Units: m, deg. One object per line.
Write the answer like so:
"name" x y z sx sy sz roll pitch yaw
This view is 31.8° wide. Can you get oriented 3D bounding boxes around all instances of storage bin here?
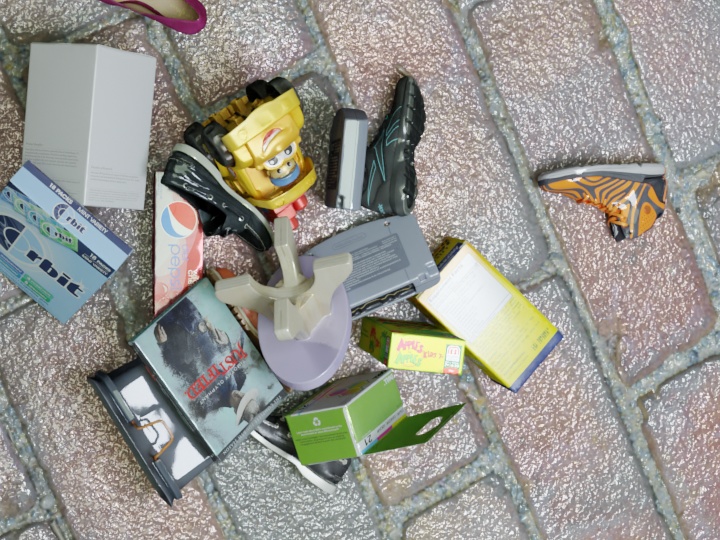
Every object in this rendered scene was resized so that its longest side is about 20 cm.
"storage bin" -0.257 0.193 1.703 0.134 0.145 0.201 -34 100 -16

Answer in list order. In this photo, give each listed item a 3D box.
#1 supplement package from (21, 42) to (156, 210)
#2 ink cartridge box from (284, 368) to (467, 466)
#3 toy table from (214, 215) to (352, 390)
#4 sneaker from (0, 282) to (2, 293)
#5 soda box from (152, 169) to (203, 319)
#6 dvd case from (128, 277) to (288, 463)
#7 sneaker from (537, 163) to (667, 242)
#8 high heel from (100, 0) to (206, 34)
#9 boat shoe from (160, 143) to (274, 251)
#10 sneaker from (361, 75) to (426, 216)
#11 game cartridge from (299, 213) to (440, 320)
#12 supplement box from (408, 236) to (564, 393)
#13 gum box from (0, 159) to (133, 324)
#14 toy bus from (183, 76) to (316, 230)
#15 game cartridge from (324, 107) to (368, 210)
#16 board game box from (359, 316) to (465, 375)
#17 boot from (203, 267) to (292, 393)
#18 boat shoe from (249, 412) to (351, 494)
"supplement package" -0.352 -0.186 1.639 0.120 0.119 0.203 8 94 31
"ink cartridge box" 0.023 0.188 1.700 0.198 0.148 0.077 -15 98 31
"toy table" -0.085 0.038 1.639 0.182 0.201 0.118 -21 141 3
"sneaker" -0.574 0.009 1.661 0.197 0.075 0.090 -6 83 -9
"soda box" -0.248 -0.036 1.720 0.069 0.063 0.203 0 94 -11
"dvd case" -0.198 0.131 1.674 0.146 0.022 0.201 -43 107 -35
"sneaker" 0.352 -0.096 1.823 0.197 0.078 0.114 -2 93 -11
"high heel" -0.293 -0.373 1.670 0.198 0.096 0.068 22 90 -12
"boat shoe" -0.189 -0.078 1.663 0.200 0.074 0.066 50 62 -39
"sneaker" 0.041 -0.176 1.759 0.078 0.075 0.203 2 75 24
"game cartridge" 0.000 0.000 1.736 0.198 0.134 0.041 -22 142 2
"supplement box" 0.169 0.060 1.783 0.200 0.109 0.109 44 85 -11
"gum box" -0.403 -0.031 1.627 0.170 0.200 0.045 42 51 -11
"toy bus" -0.123 -0.140 1.670 0.135 0.200 0.193 -35 105 -16
"game cartridge" -0.019 -0.148 1.685 0.041 0.200 0.135 9 93 -7
"board game box" 0.067 0.100 1.719 0.100 0.200 0.048 6 93 -11
"boot" -0.130 0.060 1.754 0.107 0.075 0.200 -42 95 -25
"boat shoe" -0.099 0.233 1.762 0.199 0.074 0.061 38 85 -12
